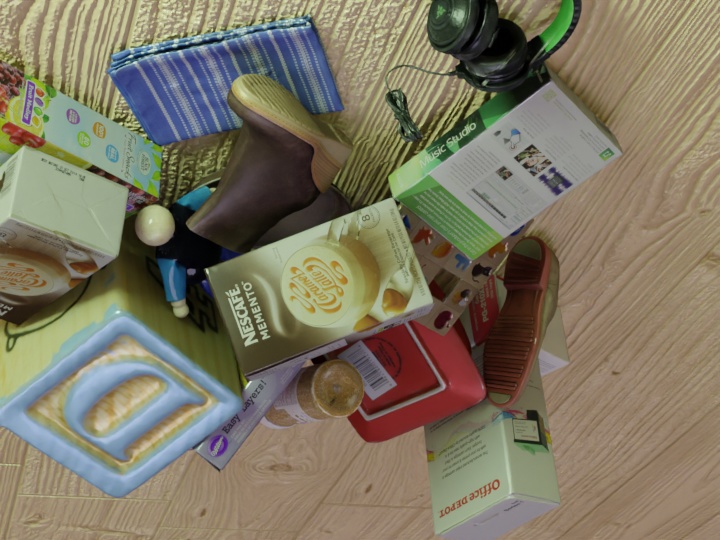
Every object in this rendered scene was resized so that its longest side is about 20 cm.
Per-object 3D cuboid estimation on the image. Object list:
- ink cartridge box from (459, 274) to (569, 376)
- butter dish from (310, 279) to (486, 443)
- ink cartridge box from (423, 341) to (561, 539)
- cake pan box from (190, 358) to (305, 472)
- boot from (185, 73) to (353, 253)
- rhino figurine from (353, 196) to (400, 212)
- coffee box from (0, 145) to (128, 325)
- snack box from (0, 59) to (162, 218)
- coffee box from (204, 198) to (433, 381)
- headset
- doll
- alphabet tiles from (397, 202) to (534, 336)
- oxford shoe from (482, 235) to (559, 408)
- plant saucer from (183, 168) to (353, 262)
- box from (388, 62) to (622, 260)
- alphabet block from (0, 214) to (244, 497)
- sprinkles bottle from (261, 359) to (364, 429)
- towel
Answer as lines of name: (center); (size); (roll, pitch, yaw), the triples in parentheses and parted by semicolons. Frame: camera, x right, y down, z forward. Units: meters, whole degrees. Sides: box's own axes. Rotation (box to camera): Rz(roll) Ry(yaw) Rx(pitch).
ink cartridge box: (0.141, 0.100, 1.743); (0.199, 0.085, 0.144); (-29, 142, 33)
butter dish: (0.049, 0.074, 1.642); (0.198, 0.148, 0.201); (-26, 102, 33)
ink cartridge box: (0.152, 0.208, 1.644); (0.083, 0.202, 0.145); (17, 143, -32)
cake pan box: (-0.155, 0.102, 1.534); (0.185, 0.200, 0.052); (-50, 126, -6)
boot: (-0.106, -0.092, 1.315); (0.166, 0.073, 0.200); (-42, 150, 13)
rhino figurine: (0.000, 0.000, 1.508); (0.201, 0.060, 0.087); (-57, 158, 21)
coffee box: (-0.324, -0.029, 1.314); (0.114, 0.080, 0.199); (23, 146, -32)
snack box: (-0.321, -0.103, 1.335); (0.168, 0.068, 0.199); (-24, 142, 36)
coffee box: (-0.041, 0.021, 1.361); (0.198, 0.115, 0.080); (-22, 173, -5)
headset: (0.108, -0.197, 1.223); (0.199, 0.095, 0.123); (-31, 142, 19)
doll: (-0.168, -0.017, 1.407); (0.048, 0.138, 0.200); (12, 167, 26)
alphabet tiles: (0.097, -0.037, 1.471); (0.167, 0.008, 0.201); (29, 103, -39)
oxford shoe: (0.198, 0.066, 1.593); (0.070, 0.202, 0.075); (9, 169, 40)
plant saucer: (-0.106, -0.062, 1.484); (0.198, 0.032, 0.201); (-3, 150, -2)
box: (0.147, -0.107, 1.388); (0.199, 0.037, 0.144); (-37, 134, 19)
alphabet block: (-0.261, 0.082, 1.456); (0.195, 0.201, 0.196); (-36, 128, 13)
sprinkles bottle: (-0.066, 0.148, 1.625); (0.068, 0.069, 0.200); (9, 167, -23)
towel: (-0.125, -0.174, 1.298); (0.198, 0.024, 0.145); (-10, 150, 8)
